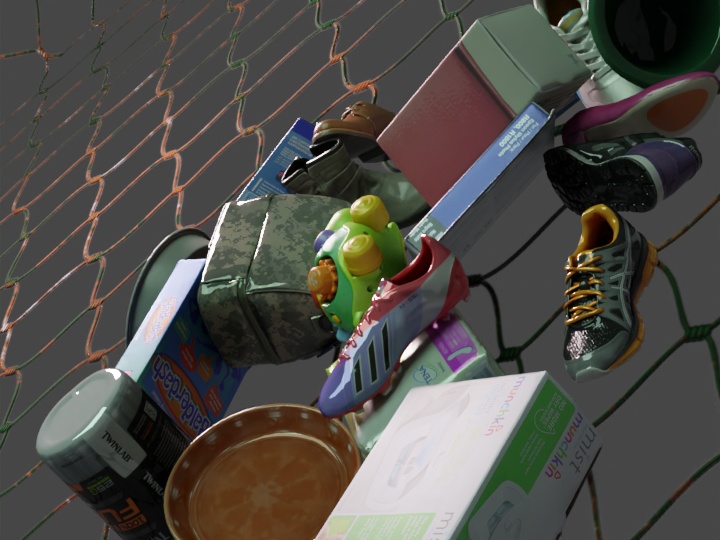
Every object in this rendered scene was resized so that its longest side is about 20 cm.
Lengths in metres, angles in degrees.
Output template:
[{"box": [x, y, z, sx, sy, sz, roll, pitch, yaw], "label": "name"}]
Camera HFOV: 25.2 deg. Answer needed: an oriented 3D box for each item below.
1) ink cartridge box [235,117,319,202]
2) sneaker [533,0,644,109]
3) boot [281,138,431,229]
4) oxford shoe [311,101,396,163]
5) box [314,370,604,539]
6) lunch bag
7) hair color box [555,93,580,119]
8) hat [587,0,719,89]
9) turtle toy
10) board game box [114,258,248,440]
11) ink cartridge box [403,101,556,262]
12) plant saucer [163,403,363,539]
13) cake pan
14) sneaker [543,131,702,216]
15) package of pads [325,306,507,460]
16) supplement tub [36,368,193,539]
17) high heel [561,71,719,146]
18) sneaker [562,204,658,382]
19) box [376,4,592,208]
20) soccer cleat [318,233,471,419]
[{"box": [-0.093, -0.100, 2.071, 0.200, 0.076, 0.137, -53, -6, -29], "label": "ink cartridge box"}, {"box": [0.252, -0.244, 1.794, 0.076, 0.081, 0.200, -37, 57, 7], "label": "sneaker"}, {"box": [0.006, -0.108, 1.931, 0.199, 0.131, 0.068, -24, 31, 33], "label": "boot"}, {"box": [-0.008, -0.177, 2.014, 0.071, 0.072, 0.200, -18, -6, 26], "label": "oxford shoe"}, {"box": [0.080, 0.195, 1.350, 0.176, 0.097, 0.200, -12, 36, 51], "label": "box"}, {"box": [-0.079, 0.009, 1.855, 0.167, 0.140, 0.201, -10, 37, 21], "label": "lunch bag"}, {"box": [0.217, -0.226, 1.911, 0.200, 0.061, 0.100, -38, 24, 7], "label": "hair color box"}, {"box": [0.304, -0.267, 1.783, 0.176, 0.199, 0.167, 176, 104, -71], "label": "hat"}, {"box": [0.000, 0.000, 1.722, 0.100, 0.146, 0.201, -17, 31, 17], "label": "turtle toy"}, {"box": [-0.199, 0.110, 1.835, 0.045, 0.153, 0.201, -3, 41, 28], "label": "board game box"}, {"box": [0.126, -0.083, 1.680, 0.200, 0.041, 0.200, -47, -10, -3], "label": "ink cartridge box"}, {"box": [-0.092, 0.214, 1.567, 0.199, 0.032, 0.201, -9, 41, 8], "label": "plant saucer"}, {"box": [-0.211, 0.050, 1.943, 0.037, 0.201, 0.201, 15, 53, 24], "label": "cake pan"}, {"box": [0.269, -0.102, 1.636, 0.087, 0.076, 0.200, -28, 19, -22], "label": "sneaker"}, {"box": [0.052, 0.109, 1.569, 0.154, 0.068, 0.200, -39, 23, 2], "label": "package of pads"}, {"box": [-0.225, 0.207, 1.651, 0.122, 0.200, 0.123, -33, 25, 18], "label": "supplement tub"}, {"box": [0.293, -0.173, 1.701, 0.200, 0.067, 0.096, -38, 31, 39], "label": "high heel"}, {"box": [0.215, 0.021, 1.470, 0.078, 0.077, 0.201, -22, 31, 33], "label": "sneaker"}, {"box": [0.135, -0.179, 1.773, 0.128, 0.109, 0.200, -25, -19, -52], "label": "box"}, {"box": [0.022, 0.054, 1.532, 0.200, 0.077, 0.067, -45, 25, -14], "label": "soccer cleat"}]
